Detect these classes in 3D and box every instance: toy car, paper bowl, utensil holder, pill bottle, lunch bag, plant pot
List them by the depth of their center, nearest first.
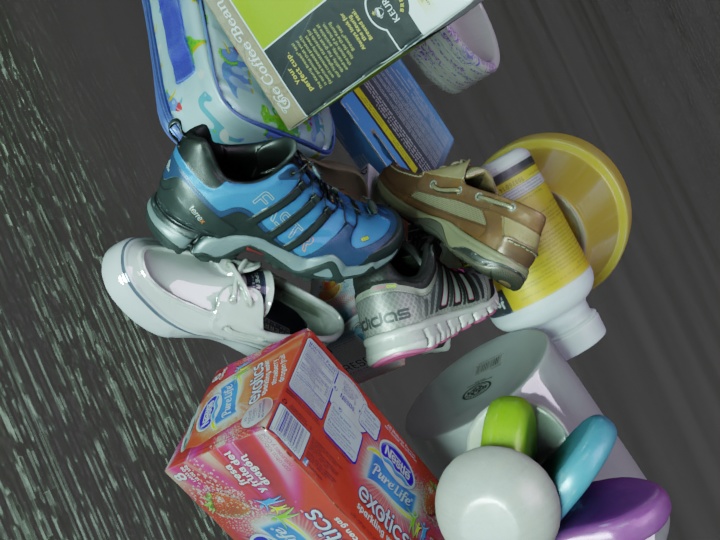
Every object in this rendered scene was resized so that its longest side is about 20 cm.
[{"bbox_3d":[0.144,0.186,0.610,0.175,0.149,0.202,-21,103,-70],"label":"toy car"},{"bbox_3d":[-0.108,-0.183,0.739,0.160,0.082,0.201,15,55,-54],"label":"lunch bag"},{"bbox_3d":[0.158,0.181,0.794,0.201,0.169,0.170,55,31,-11],"label":"utensil holder"},{"bbox_3d":[0.160,-0.010,0.852,0.201,0.112,0.112,61,30,-2],"label":"pill bottle"},{"bbox_3d":[0.205,-0.050,0.991,0.202,0.200,0.189,62,23,-3],"label":"plant pot"},{"bbox_3d":[0.089,-0.327,1.134,0.200,0.104,0.202,36,40,-38],"label":"paper bowl"}]

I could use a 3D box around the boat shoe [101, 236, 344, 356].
[{"bbox_3d":[-0.091,0.017,0.628,0.199,0.065,0.074,23,49,-48],"label":"boat shoe"}]

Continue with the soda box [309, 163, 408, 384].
[{"bbox_3d":[0.000,0.000,0.787,0.068,0.063,0.201,40,37,-34],"label":"soda box"}]

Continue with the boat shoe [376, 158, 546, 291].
[{"bbox_3d":[0.089,-0.055,0.745,0.075,0.074,0.200,25,10,-41],"label":"boat shoe"}]

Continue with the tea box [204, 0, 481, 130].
[{"bbox_3d":[-0.017,-0.253,0.659,0.201,0.196,0.134,57,37,-10],"label":"tea box"}]

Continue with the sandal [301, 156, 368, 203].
[{"bbox_3d":[-0.055,-0.052,0.695,0.199,0.054,0.081,-8,117,-47],"label":"sandal"}]

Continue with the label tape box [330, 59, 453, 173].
[{"bbox_3d":[0.024,-0.145,0.932,0.145,0.063,0.200,52,31,-16],"label":"label tape box"}]

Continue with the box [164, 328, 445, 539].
[{"bbox_3d":[-0.024,0.154,0.598,0.200,0.095,0.100,51,32,-21],"label":"box"}]

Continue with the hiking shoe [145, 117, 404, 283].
[{"bbox_3d":[-0.045,-0.047,0.607,0.199,0.087,0.075,4,38,-32],"label":"hiking shoe"}]

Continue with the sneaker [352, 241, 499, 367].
[{"bbox_3d":[0.055,0.012,0.726,0.200,0.073,0.088,-23,94,-56],"label":"sneaker"}]

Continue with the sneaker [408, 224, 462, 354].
[{"bbox_3d":[0.074,0.006,0.908,0.080,0.073,0.201,63,31,-31],"label":"sneaker"}]
